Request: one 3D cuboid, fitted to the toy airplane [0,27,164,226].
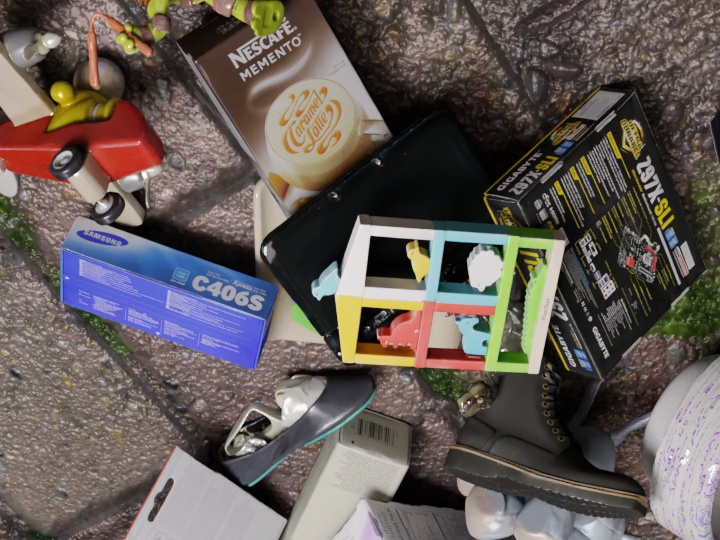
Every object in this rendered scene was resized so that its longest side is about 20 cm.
[{"bbox_3d":[-0.260,-0.126,1.220,0.199,0.141,0.200,31,158,-3],"label":"toy airplane"}]

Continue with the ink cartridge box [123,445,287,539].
[{"bbox_3d":[-0.167,0.258,1.422,0.050,0.109,0.200,14,159,41],"label":"ink cartridge box"}]

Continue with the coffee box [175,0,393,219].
[{"bbox_3d":[-0.053,-0.134,1.193,0.114,0.080,0.200,-34,117,-3],"label":"coffee box"}]

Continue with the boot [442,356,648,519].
[{"bbox_3d":[0.183,0.144,1.296,0.199,0.139,0.077,12,161,31],"label":"boot"}]

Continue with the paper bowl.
[{"bbox_3d":[0.344,0.160,1.320,0.200,0.104,0.201,-23,127,-34],"label":"paper bowl"}]

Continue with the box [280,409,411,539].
[{"bbox_3d":[-0.019,0.240,1.459,0.082,0.068,0.200,20,123,-9],"label":"box"}]

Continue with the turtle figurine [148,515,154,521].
[{"bbox_3d":[-0.206,0.363,1.502,0.143,0.200,0.194,14,115,-23],"label":"turtle figurine"}]

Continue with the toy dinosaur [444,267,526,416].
[{"bbox_3d":[0.138,0.039,1.311,0.088,0.047,0.200,39,90,-5],"label":"toy dinosaur"}]

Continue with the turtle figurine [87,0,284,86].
[{"bbox_3d":[-0.135,-0.229,1.117,0.161,0.064,0.201,16,86,27],"label":"turtle figurine"}]

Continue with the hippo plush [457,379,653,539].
[{"bbox_3d":[0.196,0.221,1.410,0.200,0.159,0.161,-46,138,-15],"label":"hippo plush"}]

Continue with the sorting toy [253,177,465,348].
[{"bbox_3d":[0.000,0.000,1.320,0.199,0.037,0.186,3,123,3],"label":"sorting toy"}]

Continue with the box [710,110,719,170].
[{"bbox_3d":[0.429,-0.122,1.151,0.198,0.123,0.200,28,123,-11],"label":"box"}]

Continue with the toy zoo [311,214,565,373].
[{"bbox_3d":[0.059,0.020,1.152,0.199,0.020,0.132,3,119,-6],"label":"toy zoo"}]

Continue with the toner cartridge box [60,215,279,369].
[{"bbox_3d":[-0.180,0.022,1.315,0.199,0.043,0.095,20,144,1],"label":"toner cartridge box"}]

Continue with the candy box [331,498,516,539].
[{"bbox_3d":[0.046,0.323,1.451,0.199,0.072,0.168,13,125,-38],"label":"candy box"}]

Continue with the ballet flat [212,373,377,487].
[{"bbox_3d":[-0.075,0.150,1.407,0.200,0.073,0.073,-37,113,27],"label":"ballet flat"}]

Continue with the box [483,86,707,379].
[{"bbox_3d":[0.208,-0.031,1.219,0.049,0.160,0.200,13,140,52],"label":"box"}]

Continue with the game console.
[{"bbox_3d":[0.029,-0.024,1.228,0.200,0.176,0.117,-37,81,-2],"label":"game console"}]
